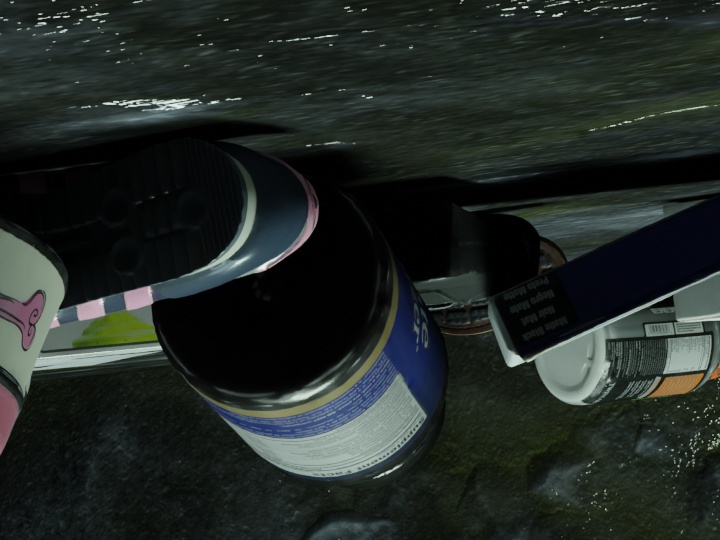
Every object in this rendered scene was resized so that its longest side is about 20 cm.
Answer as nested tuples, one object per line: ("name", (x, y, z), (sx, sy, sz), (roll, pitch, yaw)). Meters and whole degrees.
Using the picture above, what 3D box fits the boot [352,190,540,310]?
("boot", (0.001, 0.000, 1.335), (0.164, 0.066, 0.200), (-16, 177, 17))

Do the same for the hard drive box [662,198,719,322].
("hard drive box", (0.306, -0.013, 1.580), (0.156, 0.077, 0.200), (-8, 176, 28))

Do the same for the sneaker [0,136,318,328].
("sneaker", (-0.108, -0.009, 1.002), (0.200, 0.070, 0.082), (-6, 175, 33))

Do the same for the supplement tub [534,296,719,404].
("supplement tub", (0.289, 0.073, 2.552), (0.200, 0.123, 0.122), (-3, 175, -37))

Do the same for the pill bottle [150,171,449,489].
("pill bottle", (-0.020, 0.038, 1.163), (0.112, 0.112, 0.200), (-7, 159, 11))

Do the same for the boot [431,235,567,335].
("boot", (0.051, -0.004, 1.525), (0.200, 0.075, 0.097), (-7, -166, 30))

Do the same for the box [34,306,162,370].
("box", (-0.188, 0.028, 1.532), (0.116, 0.060, 0.200), (-4, 176, -27))

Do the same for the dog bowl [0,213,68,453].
("dog bowl", (-0.210, 0.025, 0.894), (0.200, 0.074, 0.200), (5, 162, 1))

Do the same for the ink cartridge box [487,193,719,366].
("ink cartridge box", (0.164, -0.006, 1.323), (0.199, 0.041, 0.200), (-24, 177, -1))
